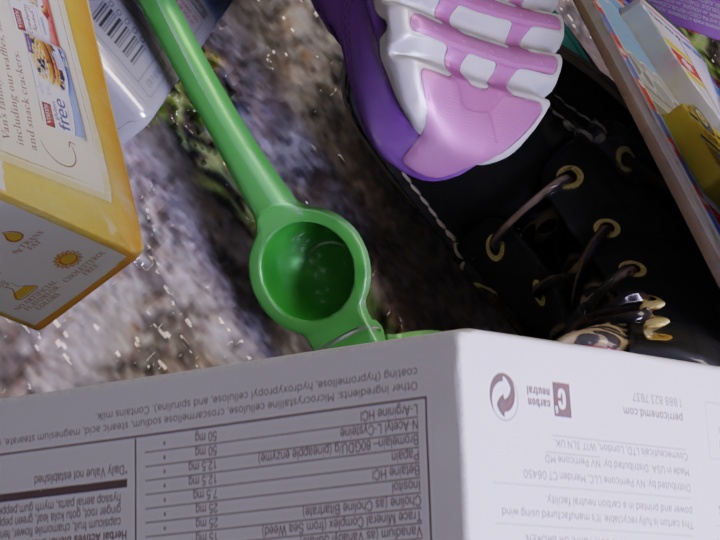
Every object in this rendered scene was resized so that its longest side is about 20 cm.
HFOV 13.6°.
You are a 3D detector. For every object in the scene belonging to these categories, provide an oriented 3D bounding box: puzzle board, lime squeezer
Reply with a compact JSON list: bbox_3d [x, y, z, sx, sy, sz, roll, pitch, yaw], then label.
[{"bbox_3d":[0.138,-0.008,0.937,0.200,0.017,0.151,32,29,-53],"label":"puzzle board"},{"bbox_3d":[0.000,0.000,0.874,0.200,0.038,0.071,46,44,-31],"label":"lime squeezer"}]

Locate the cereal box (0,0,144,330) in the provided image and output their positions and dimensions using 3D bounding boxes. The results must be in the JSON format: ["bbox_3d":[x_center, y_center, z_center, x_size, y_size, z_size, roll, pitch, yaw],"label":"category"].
[{"bbox_3d":[-0.135,-0.082,0.602,0.199,0.039,0.145,26,40,-44],"label":"cereal box"}]

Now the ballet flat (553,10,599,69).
[{"bbox_3d":[0.079,-0.011,0.990,0.069,0.063,0.201,-41,101,-38],"label":"ballet flat"}]

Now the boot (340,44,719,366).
[{"bbox_3d":[0.067,0.009,0.877,0.200,0.073,0.151,48,16,-6],"label":"boot"}]

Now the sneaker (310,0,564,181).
[{"bbox_3d":[-0.004,-0.106,0.891,0.080,0.088,0.201,24,44,-47],"label":"sneaker"}]

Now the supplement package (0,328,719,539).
[{"bbox_3d":[0.010,0.125,0.602,0.151,0.150,0.201,10,75,-50],"label":"supplement package"}]

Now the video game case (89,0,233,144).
[{"bbox_3d":[-0.108,-0.151,0.898,0.200,0.024,0.182,48,30,-13],"label":"video game case"}]

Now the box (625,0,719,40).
[{"bbox_3d":[0.108,-0.120,1.019,0.199,0.039,0.136,24,24,37],"label":"box"}]
